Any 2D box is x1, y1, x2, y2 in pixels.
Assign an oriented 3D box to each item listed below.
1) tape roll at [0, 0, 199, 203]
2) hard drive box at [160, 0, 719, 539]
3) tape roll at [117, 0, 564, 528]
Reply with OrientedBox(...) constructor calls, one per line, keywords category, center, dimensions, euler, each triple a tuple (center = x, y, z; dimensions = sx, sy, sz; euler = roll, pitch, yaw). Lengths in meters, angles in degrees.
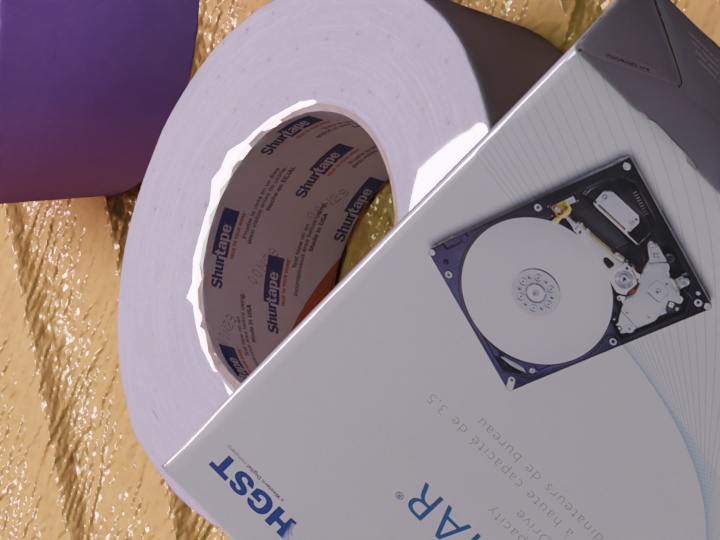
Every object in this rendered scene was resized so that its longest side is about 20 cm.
OrientedBox(category="tape roll", center=(-0.143, -0.127, 1.185), dimensions=(0.200, 0.085, 0.200), euler=(14, 106, 60))
OrientedBox(category="hard drive box", center=(0.065, 0.040, 0.888), dimensions=(0.156, 0.077, 0.200), euler=(44, 120, 0))
OrientedBox(category="tape roll", center=(0.000, 0.000, 1.045), dimensions=(0.200, 0.066, 0.201), euler=(-19, 64, 45))
